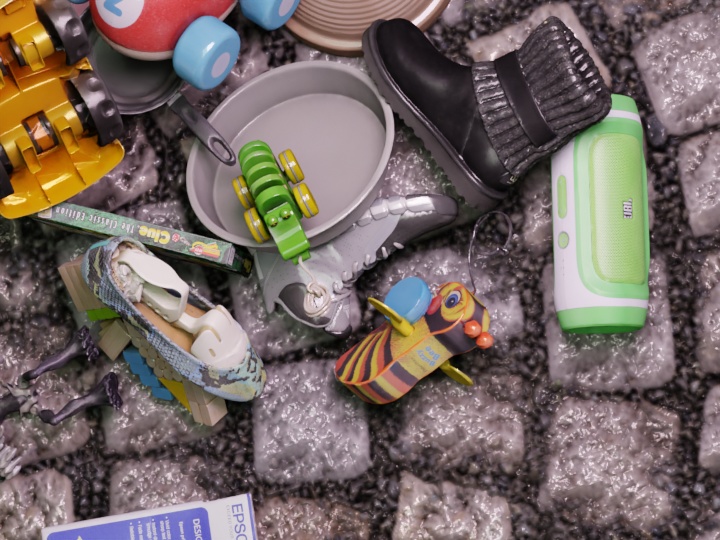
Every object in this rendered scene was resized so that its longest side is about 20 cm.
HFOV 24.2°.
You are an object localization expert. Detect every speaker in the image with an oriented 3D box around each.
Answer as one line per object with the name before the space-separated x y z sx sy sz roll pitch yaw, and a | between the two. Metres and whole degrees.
speaker | 0.209 -0.048 1.476 0.087 0.088 0.203 -2 82 7

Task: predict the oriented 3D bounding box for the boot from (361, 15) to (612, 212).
boot | 0.110 -0.175 1.460 0.158 0.079 0.212 -44 75 28

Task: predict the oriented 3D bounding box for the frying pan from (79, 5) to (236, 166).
frying pan | -0.174 -0.182 1.519 0.188 0.031 0.116 25 84 4

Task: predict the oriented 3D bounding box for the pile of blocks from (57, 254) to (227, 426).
pile of blocks | -0.187 0.055 1.533 0.200 0.082 0.062 50 47 1

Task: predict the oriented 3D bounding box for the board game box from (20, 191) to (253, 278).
board game box | -0.201 -0.032 1.515 0.198 0.105 0.024 14 83 10

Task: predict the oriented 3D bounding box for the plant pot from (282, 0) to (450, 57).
plant pot | -0.007 -0.304 1.533 0.198 0.093 0.204 -1 83 7

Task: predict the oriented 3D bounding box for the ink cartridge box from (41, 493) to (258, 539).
ink cartridge box | -0.176 0.313 1.498 0.197 0.047 0.200 -10 80 4

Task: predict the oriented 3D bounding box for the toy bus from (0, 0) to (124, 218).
toy bus | -0.309 -0.180 1.450 0.135 0.201 0.192 -27 46 -12

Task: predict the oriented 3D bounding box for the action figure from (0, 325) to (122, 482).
action figure | -0.322 0.123 1.512 0.198 0.102 0.120 -25 92 2

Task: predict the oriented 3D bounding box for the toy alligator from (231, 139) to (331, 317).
toy alligator | -0.069 -0.050 1.414 0.059 0.054 0.201 -27 52 5

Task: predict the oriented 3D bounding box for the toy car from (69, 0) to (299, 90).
toy car | -0.159 -0.297 1.432 0.184 0.201 0.177 34 60 17

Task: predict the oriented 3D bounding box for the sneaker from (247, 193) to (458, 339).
sneaker | 0.000 0.000 1.509 0.198 0.075 0.117 -11 86 16

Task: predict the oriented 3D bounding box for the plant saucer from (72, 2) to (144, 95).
plant saucer | -0.282 -0.240 1.580 0.198 0.051 0.203 -1 83 7

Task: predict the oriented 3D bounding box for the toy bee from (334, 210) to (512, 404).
toy bee | 0.064 0.046 1.459 0.130 0.109 0.201 18 109 -27

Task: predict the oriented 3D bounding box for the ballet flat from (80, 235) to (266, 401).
ballet flat | -0.155 0.041 1.461 0.199 0.074 0.075 36 88 -13

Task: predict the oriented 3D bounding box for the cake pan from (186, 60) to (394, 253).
cake pan | -0.059 -0.098 1.500 0.198 0.037 0.202 -11 55 16
